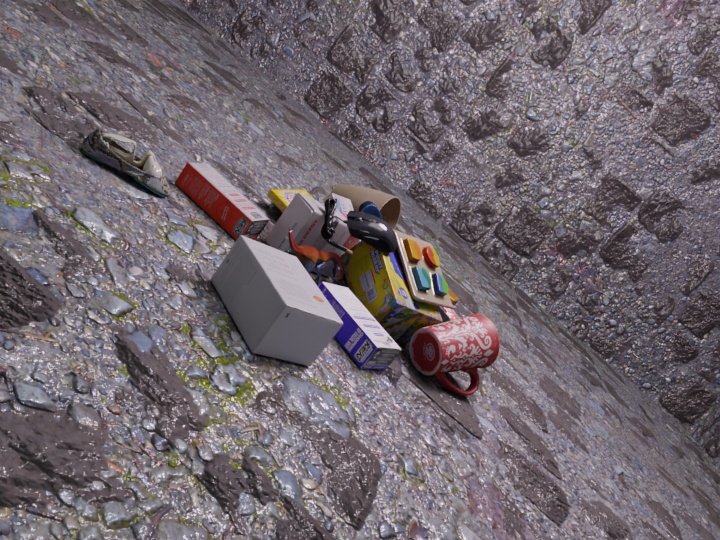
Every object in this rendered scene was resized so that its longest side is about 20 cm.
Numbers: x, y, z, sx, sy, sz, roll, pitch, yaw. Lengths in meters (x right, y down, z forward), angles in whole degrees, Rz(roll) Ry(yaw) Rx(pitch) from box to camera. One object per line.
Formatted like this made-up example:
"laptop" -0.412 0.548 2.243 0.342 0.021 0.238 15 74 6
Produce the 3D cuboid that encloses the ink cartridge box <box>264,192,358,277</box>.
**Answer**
"ink cartridge box" -0.108 -0.081 1.678 0.199 0.146 0.084 19 23 -52

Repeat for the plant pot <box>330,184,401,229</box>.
"plant pot" -0.002 -0.187 2.225 0.198 0.190 0.186 30 11 24

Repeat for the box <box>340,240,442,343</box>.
"box" 0.074 0.044 1.699 0.191 0.121 0.203 23 42 -48

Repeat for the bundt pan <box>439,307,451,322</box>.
"bundt pan" 0.148 0.110 1.882 0.200 0.076 0.202 36 16 -12

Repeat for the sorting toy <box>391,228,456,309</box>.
"sorting toy" 0.158 -0.005 1.716 0.184 0.036 0.203 15 49 -53

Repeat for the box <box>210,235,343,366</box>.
"box" -0.152 0.055 1.266 0.151 0.107 0.201 23 22 -47

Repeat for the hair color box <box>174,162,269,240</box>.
"hair color box" -0.307 -0.154 1.574 0.199 0.062 0.101 41 15 9

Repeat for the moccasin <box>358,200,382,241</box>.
"moccasin" 0.021 -0.098 1.796 0.069 0.079 0.203 -112 -170 -46

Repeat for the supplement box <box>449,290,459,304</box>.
"supplement box" 0.217 0.050 2.239 0.200 0.067 0.069 43 16 14

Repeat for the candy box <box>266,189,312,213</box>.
"candy box" -0.169 -0.178 1.912 0.102 0.027 0.199 44 19 12

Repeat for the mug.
"mug" 0.229 0.199 1.676 0.197 0.133 0.180 -4 61 -42

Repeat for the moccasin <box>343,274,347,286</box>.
"moccasin" 0.000 0.002 1.823 0.201 0.076 0.075 -12 91 -78

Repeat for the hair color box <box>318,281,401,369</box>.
"hair color box" -0.014 0.118 1.502 0.200 0.065 0.109 46 16 29

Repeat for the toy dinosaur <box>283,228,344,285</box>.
"toy dinosaur" -0.097 -0.015 1.539 0.179 0.200 0.106 -19 70 -35

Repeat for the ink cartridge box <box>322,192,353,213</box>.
"ink cartridge box" -0.020 -0.108 2.021 0.175 0.044 0.204 15 52 -55

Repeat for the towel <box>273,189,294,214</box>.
"towel" -0.166 -0.164 1.986 0.148 0.037 0.200 40 15 -3

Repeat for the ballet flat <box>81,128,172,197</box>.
"ballet flat" -0.449 -0.217 1.401 0.198 0.072 0.072 30 17 -33

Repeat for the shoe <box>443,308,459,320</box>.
"shoe" 0.252 0.152 2.019 0.200 0.072 0.091 44 9 0

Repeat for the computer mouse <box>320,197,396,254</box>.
"computer mouse" 0.003 -0.085 1.588 0.197 0.046 0.142 28 43 -15
